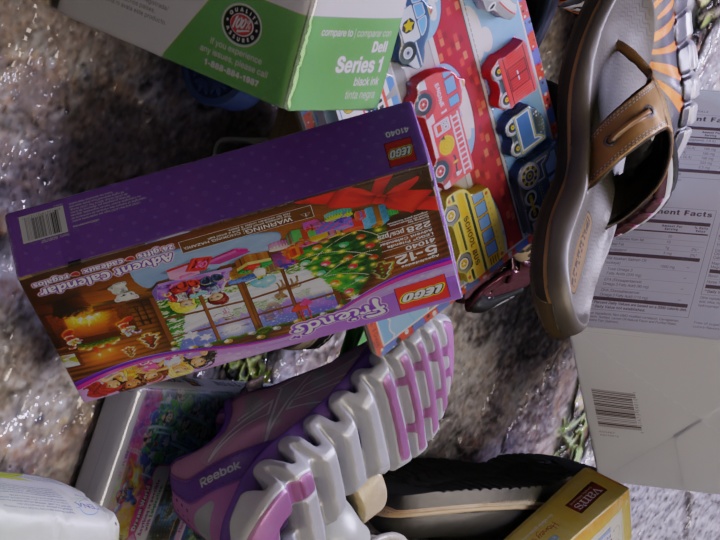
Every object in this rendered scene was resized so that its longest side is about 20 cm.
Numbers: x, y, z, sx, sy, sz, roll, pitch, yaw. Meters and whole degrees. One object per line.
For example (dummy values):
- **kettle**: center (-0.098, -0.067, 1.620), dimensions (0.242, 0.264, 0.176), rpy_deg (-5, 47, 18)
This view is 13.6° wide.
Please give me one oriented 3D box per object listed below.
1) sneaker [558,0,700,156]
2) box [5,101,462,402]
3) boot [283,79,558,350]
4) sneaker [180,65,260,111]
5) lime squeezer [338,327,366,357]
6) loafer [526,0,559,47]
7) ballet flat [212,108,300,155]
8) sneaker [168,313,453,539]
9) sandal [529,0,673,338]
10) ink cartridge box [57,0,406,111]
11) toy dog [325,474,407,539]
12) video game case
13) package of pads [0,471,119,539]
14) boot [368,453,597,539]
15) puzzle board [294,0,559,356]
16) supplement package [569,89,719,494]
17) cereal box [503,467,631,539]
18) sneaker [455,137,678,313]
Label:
- **sneaker**: center (0.142, -0.141, 1.759), dimensions (0.112, 0.077, 0.201), rpy_deg (-13, 110, -47)
- **box**: center (-0.057, -0.006, 1.444), dimensions (0.199, 0.039, 0.137), rpy_deg (-16, 152, 2)
- **boot**: center (0.041, -0.034, 1.611), dimensions (0.150, 0.073, 0.201), rpy_deg (20, 98, -44)
- **sneaker**: center (-0.021, -0.167, 1.496), dimensions (0.078, 0.070, 0.201), rpy_deg (22, 91, -51)
- **lime squeezer**: center (0.000, 0.000, 1.653), dimensions (0.071, 0.037, 0.201), rpy_deg (-33, 130, -61)
- **loafer**: center (0.092, -0.177, 1.654), dimensions (0.072, 0.073, 0.201), rpy_deg (-15, 128, -59)
- **ballet flat**: center (-0.040, -0.072, 1.537), dimensions (0.069, 0.063, 0.201), rpy_deg (21, 88, -80)
- **sneaker**: center (-0.028, 0.081, 1.588), dimensions (0.200, 0.088, 0.081), rpy_deg (-43, 138, -35)
- **sandal**: center (0.133, -0.059, 1.576), dimensions (0.082, 0.054, 0.201), rpy_deg (51, 48, -55)
- **ink cartridge box**: center (-0.041, -0.190, 1.379), dimensions (0.084, 0.146, 0.201), rpy_deg (-4, 115, -55)
- **toy dog**: center (-0.015, 0.185, 1.659), dimensions (0.132, 0.096, 0.200), rpy_deg (-43, 144, -11)
- **video game case**: center (-0.104, 0.154, 1.631), dimensions (0.182, 0.024, 0.201), rpy_deg (7, 106, -56)
- **package of pads**: center (-0.208, 0.194, 1.462), dimensions (0.154, 0.068, 0.201), rpy_deg (13, 100, -57)
- **boot**: center (0.071, 0.187, 1.827), dimensions (0.199, 0.077, 0.139), rpy_deg (3, 100, -45)
- **puzzle board**: center (0.039, -0.074, 1.524), dimensions (0.150, 0.017, 0.201), rpy_deg (-37, 128, -27)
- **supplement package**: center (0.228, 0.014, 1.844), dimensions (0.152, 0.150, 0.201), rpy_deg (75, 27, -47)
- **cereal box**: center (0.112, 0.238, 1.828), dimensions (0.144, 0.039, 0.201), rpy_deg (-37, 137, -35)
- **sneaker**: center (0.101, -0.026, 1.707), dimensions (0.115, 0.076, 0.200), rpy_deg (-33, 169, -27)
